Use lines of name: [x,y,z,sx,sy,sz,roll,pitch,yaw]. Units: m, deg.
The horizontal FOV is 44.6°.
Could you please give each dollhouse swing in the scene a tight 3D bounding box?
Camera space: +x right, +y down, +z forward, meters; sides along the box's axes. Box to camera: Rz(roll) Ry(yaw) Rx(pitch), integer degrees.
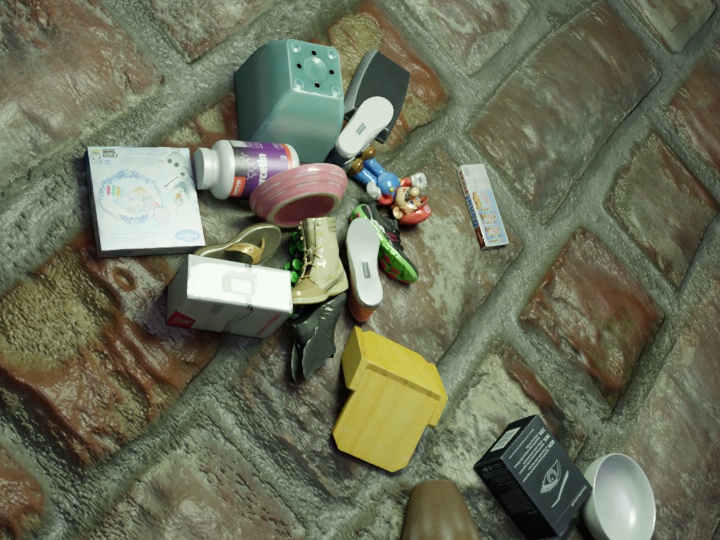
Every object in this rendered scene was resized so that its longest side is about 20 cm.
dollhouse swing: [0.040,0.257,1.735,0.197,0.178,0.182,25,18,-18]

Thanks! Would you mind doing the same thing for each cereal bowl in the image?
cereal bowl: [0.538,0.500,1.883,0.197,0.083,0.205,13,66,-30]

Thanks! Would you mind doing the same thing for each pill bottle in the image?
pill bottle: [-0.225,-0.195,1.720,0.196,0.112,0.115,-2,71,-29]

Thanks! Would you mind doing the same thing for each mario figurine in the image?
mario figurine: [0.077,-0.185,1.887,0.199,0.106,0.124,40,87,-1]

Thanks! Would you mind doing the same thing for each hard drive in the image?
hard drive: [0.041,-0.402,1.996,0.133,0.042,0.203,30,59,-16]

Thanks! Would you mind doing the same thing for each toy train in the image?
toy train: [-0.122,0.007,1.742,0.056,0.041,0.204,27,59,-30]

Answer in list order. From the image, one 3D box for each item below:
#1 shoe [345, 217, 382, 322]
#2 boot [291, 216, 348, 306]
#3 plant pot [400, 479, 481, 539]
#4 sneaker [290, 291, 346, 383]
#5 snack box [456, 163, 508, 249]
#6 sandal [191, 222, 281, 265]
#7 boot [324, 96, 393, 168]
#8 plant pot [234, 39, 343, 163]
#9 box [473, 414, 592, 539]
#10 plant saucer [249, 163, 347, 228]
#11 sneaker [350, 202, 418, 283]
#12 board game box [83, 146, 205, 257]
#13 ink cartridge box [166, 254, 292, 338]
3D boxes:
shoe: [0.000,0.000,1.785,0.070,0.091,0.204,1,62,-16]
boot: [-0.095,-0.020,1.684,0.199,0.071,0.159,-22,105,-56]
plant pot: [0.146,0.502,1.626,0.183,0.188,0.203,13,50,-24]
sneaker: [-0.077,0.124,1.707,0.199,0.059,0.106,-38,112,-50]
snack box: [0.284,-0.150,2.042,0.071,0.024,0.204,-7,74,-32]
sandal: [-0.231,-0.027,1.664,0.197,0.082,0.054,-22,41,-30]
boot: [-0.008,-0.296,1.900,0.073,0.090,0.200,44,53,-3]
plant pot: [-0.131,-0.360,1.788,0.192,0.200,0.201,3,68,-27]
box: [0.355,0.426,1.801,0.147,0.104,0.202,-37,91,-35]
plant saucer: [-0.116,-0.137,1.703,0.197,0.200,0.052,-6,69,-31]
sneaker: [0.064,-0.062,1.852,0.083,0.077,0.201,-38,92,-31]
board game box: [-0.402,-0.129,1.635,0.196,0.043,0.203,-3,72,-31]
ink cartridge box: [-0.238,0.051,1.593,0.196,0.145,0.085,10,63,-25]
